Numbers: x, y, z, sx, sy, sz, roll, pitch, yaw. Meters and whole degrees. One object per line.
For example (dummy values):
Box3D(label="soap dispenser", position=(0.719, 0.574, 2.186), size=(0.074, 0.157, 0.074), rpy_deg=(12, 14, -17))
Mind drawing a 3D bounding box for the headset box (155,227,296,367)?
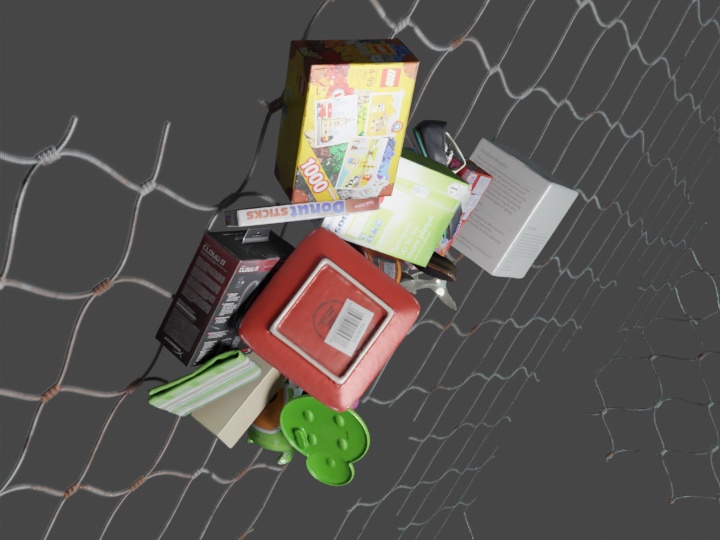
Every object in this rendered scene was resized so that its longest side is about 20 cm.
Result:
Box3D(label="headset box", position=(-0.179, 0.027, 1.523), size=(0.149, 0.075, 0.200), rpy_deg=(-9, 132, -58))

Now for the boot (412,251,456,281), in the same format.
Box3D(label="boot", position=(0.097, -0.060, 1.756), size=(0.097, 0.200, 0.075), rpy_deg=(-53, 145, -8))

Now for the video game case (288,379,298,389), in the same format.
Box3D(label="video game case", position=(-0.068, 0.076, 1.755), size=(0.200, 0.018, 0.143), rpy_deg=(-57, 156, -46))

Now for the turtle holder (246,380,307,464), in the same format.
Box3D(label="turtle holder", position=(-0.103, 0.240, 1.866), size=(0.185, 0.141, 0.132), rpy_deg=(-2, 108, -21))

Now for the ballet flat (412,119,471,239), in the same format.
Box3D(label="ballet flat", position=(0.141, -0.149, 1.746), size=(0.073, 0.073, 0.200), rpy_deg=(-30, 110, -41))

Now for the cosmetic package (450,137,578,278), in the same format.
Box3D(label="cosmetic package", position=(0.264, -0.113, 2.014), size=(0.200, 0.167, 0.166), rpy_deg=(-58, 155, 14))

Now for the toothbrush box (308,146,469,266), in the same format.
Box3D(label="toothbrush box", position=(0.036, -0.109, 1.598), size=(0.200, 0.086, 0.146), rpy_deg=(19, 107, -31))

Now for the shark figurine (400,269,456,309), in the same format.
Box3D(label="shark figurine", position=(0.079, 0.043, 1.895), size=(0.214, 0.128, 0.090), rpy_deg=(6, 83, -62))

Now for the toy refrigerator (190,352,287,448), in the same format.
Box3D(label="toy refrigerator", position=(-0.179, 0.179, 1.741), size=(0.200, 0.070, 0.076), rpy_deg=(-52, 157, -13))

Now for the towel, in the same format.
Box3D(label="towel", position=(-0.224, 0.160, 1.578), size=(0.149, 0.031, 0.200), rpy_deg=(-28, 167, -3))

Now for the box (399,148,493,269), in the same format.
Box3D(label="box", position=(0.124, -0.106, 1.859), size=(0.200, 0.095, 0.100), rpy_deg=(-59, 155, 15))

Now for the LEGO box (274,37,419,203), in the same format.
Box3D(label="LEGO box", position=(-0.021, -0.194, 1.406), size=(0.149, 0.077, 0.200), rpy_deg=(-6, 128, -22))

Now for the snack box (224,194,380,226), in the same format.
Box3D(label="snack box", position=(-0.078, -0.080, 1.465), size=(0.200, 0.072, 0.024), rpy_deg=(-8, 94, -20))

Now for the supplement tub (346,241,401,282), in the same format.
Box3D(label="supplement tub", position=(0.000, 0.000, 1.702), size=(0.107, 0.107, 0.200), rpy_deg=(-56, 160, 9))

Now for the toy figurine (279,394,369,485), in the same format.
Box3D(label="toy figurine", position=(-0.028, 0.221, 1.792), size=(0.184, 0.150, 0.200), rpy_deg=(-63, 152, -49))

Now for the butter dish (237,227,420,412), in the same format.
Box3D(label="butter dish", position=(-0.053, 0.071, 1.554), size=(0.200, 0.199, 0.148), rpy_deg=(-53, -172, -10))

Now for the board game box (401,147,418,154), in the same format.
Box3D(label="board game box", position=(0.008, -0.123, 1.702), size=(0.200, 0.039, 0.158), rpy_deg=(-45, 158, 2))
